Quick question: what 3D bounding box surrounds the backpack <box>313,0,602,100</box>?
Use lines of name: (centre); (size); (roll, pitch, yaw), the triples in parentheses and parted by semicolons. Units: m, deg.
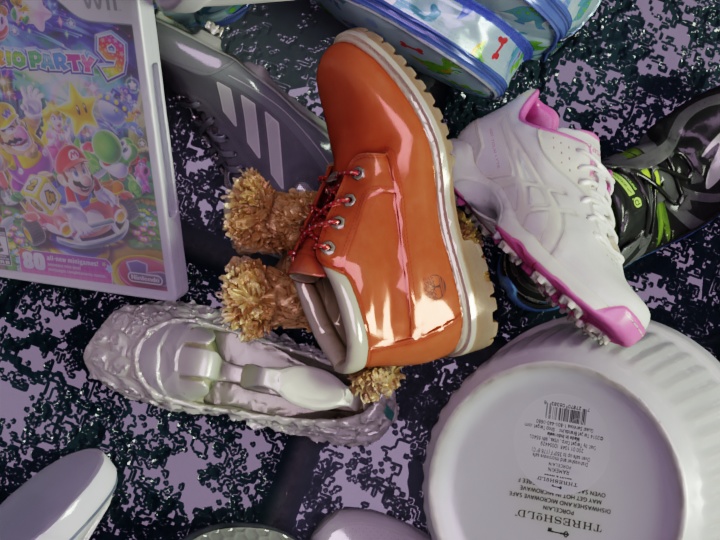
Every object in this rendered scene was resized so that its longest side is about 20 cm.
backpack: (0.059, -0.192, 1.391); (0.183, 0.200, 0.147); (30, 85, 0)

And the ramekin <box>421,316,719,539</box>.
ramekin: (0.130, 0.127, 1.380); (0.200, 0.105, 0.201); (1, 93, 24)

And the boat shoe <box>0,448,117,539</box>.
boat shoe: (-0.212, 0.198, 1.428); (0.200, 0.074, 0.065); (-47, 120, -10)

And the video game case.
video game case: (-0.177, -0.083, 1.392); (0.143, 0.018, 0.200); (7, 116, 28)

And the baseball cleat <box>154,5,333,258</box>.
baseball cleat: (-0.071, -0.073, 1.421); (0.200, 0.070, 0.107); (33, 87, -19)

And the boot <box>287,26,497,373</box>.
boot: (0.000, -0.039, 1.336); (0.107, 0.075, 0.200); (-15, 84, -26)

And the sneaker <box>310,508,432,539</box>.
sneaker: (0.051, 0.219, 1.422); (0.200, 0.080, 0.070); (44, 88, 3)

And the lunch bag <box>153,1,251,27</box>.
lunch bag: (-0.160, -0.228, 1.446); (0.200, 0.082, 0.161); (-7, 87, -2)

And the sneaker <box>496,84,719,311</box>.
sneaker: (0.172, -0.043, 1.442); (0.200, 0.083, 0.071); (-36, 83, -5)

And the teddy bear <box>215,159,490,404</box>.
teddy bear: (0.000, 0.000, 1.394); (0.200, 0.067, 0.145); (27, 59, -27)

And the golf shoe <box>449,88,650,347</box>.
golf shoe: (0.117, -0.036, 1.364); (0.092, 0.075, 0.200); (-41, 49, 1)

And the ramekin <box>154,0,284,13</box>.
ramekin: (-0.060, -0.242, 1.321); (0.094, 0.202, 0.203); (4, 86, -18)

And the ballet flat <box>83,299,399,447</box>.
ballet flat: (-0.072, 0.060, 1.437); (0.200, 0.072, 0.072); (12, 86, 0)

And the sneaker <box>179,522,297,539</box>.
sneaker: (-0.128, 0.232, 1.415); (0.202, 0.146, 0.077); (-22, 68, -38)
